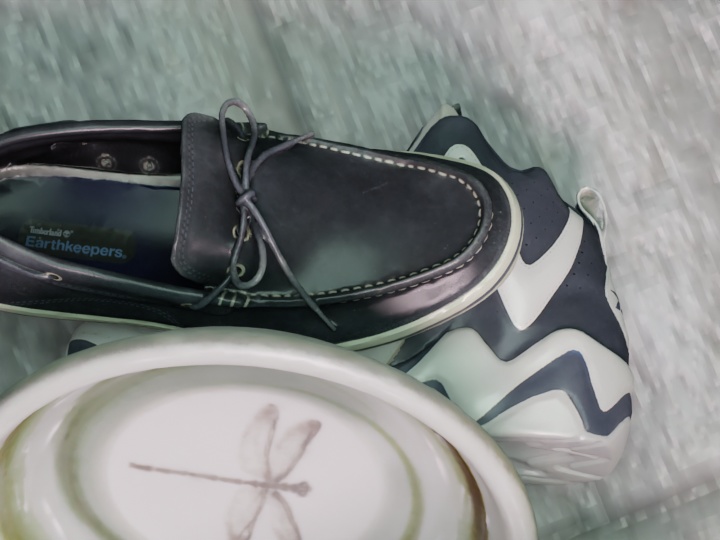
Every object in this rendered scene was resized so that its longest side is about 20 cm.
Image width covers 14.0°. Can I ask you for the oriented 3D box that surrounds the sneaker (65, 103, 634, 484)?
[{"bbox_3d":[0.000,0.000,1.046,0.198,0.080,0.130,3,68,7],"label":"sneaker"}]

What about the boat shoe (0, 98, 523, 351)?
[{"bbox_3d":[-0.045,-0.016,0.980,0.199,0.062,0.075,2,66,4],"label":"boat shoe"}]

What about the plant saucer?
[{"bbox_3d":[-0.039,0.077,0.989,0.199,0.201,0.050,8,45,-5],"label":"plant saucer"}]
